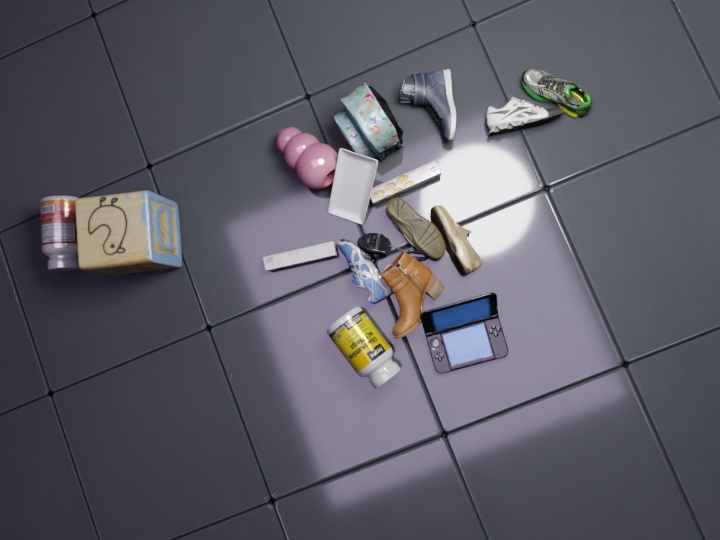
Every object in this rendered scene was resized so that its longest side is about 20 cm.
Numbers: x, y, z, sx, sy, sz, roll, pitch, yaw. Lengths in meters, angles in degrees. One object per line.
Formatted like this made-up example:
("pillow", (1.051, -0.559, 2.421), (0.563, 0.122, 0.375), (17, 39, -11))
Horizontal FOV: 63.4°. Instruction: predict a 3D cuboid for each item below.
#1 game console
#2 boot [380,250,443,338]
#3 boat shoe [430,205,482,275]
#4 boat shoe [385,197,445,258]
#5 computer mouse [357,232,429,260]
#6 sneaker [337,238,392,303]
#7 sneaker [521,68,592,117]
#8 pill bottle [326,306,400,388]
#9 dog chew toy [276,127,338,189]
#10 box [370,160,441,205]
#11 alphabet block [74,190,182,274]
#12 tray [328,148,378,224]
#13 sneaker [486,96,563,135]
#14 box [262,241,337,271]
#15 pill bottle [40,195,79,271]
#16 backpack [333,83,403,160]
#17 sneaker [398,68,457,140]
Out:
("game console", (0.268, 0.164, 1.492), (0.200, 0.118, 0.171), (-16, 84, 5))
("boot", (0.106, 0.062, 1.514), (0.155, 0.074, 0.200), (41, 76, -20))
("boat shoe", (0.257, -0.090, 1.545), (0.076, 0.072, 0.200), (-27, 91, -11))
("boat shoe", (0.145, -0.108, 1.557), (0.201, 0.063, 0.073), (42, 75, 5))
("computer mouse", (0.089, -0.058, 1.575), (0.200, 0.034, 0.059), (13, 62, 2))
("sneaker", (0.000, 0.000, 1.554), (0.077, 0.076, 0.200), (-40, 81, -2))
("sneaker", (0.519, -0.478, 1.529), (0.200, 0.085, 0.078), (28, 89, 8))
("pill bottle", (0.012, 0.203, 1.520), (0.112, 0.112, 0.200), (-38, 83, 2))
("dog chew toy", (-0.149, -0.312, 1.576), (0.200, 0.125, 0.125), (43, 91, 15))
("box", (0.117, -0.235, 1.570), (0.200, 0.039, 0.041), (-23, 84, 4))
("alphabet block", (-0.618, -0.097, 1.571), (0.200, 0.196, 0.196), (-7, 83, 6))
("tray", (-0.020, -0.224, 1.552), (0.107, 0.022, 0.200), (19, 127, 7))
("sneaker", (0.432, -0.421, 1.539), (0.200, 0.074, 0.089), (-9, 87, 5))
("box", (-0.165, -0.038, 1.594), (0.200, 0.039, 0.041), (-13, 86, 5))
("pill bottle", (-0.833, -0.102, 1.636), (0.112, 0.112, 0.200), (-5, 86, 6))
("backpack", (0.022, -0.384, 1.518), (0.150, 0.200, 0.178), (-32, 84, 4))
("sneaker", (0.178, -0.438, 1.560), (0.146, 0.077, 0.203), (-5, 75, -5))
